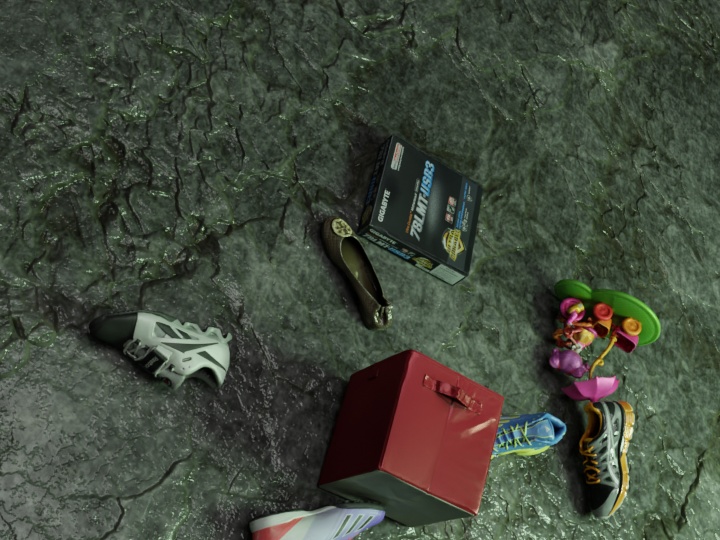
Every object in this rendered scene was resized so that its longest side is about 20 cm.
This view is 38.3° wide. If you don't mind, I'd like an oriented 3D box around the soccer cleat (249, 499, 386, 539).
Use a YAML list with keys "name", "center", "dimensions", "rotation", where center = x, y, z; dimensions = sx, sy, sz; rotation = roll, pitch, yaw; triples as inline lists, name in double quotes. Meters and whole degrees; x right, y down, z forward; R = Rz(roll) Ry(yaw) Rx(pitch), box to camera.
- name: "soccer cleat"
  center: [-0.053, 0.356, 1.407]
  dimensions: [0.200, 0.068, 0.073]
  rotation: [-1, 69, -30]

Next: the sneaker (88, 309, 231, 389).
- name: "sneaker"
  center: [-0.263, 0.109, 1.378]
  dimensions: [0.200, 0.074, 0.089]
  rotation: [14, 59, -28]

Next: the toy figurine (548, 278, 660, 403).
- name: "toy figurine"
  center: [0.392, 0.135, 1.792]
  dimensions: [0.200, 0.150, 0.184]
  rotation: [29, 61, 7]

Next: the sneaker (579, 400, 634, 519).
- name: "sneaker"
  center: [0.399, 0.311, 1.724]
  dimensions: [0.077, 0.078, 0.200]
  rotation: [15, 71, -17]

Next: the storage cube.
- name: "storage cube"
  center: [0.071, 0.241, 1.465]
  dimensions: [0.171, 0.200, 0.180]
  rotation: [29, 61, -20]

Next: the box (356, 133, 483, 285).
- name: "box"
  center: [0.105, -0.103, 1.750]
  dimensions: [0.198, 0.050, 0.200]
  rotation: [29, 54, -21]

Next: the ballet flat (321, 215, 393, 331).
- name: "ballet flat"
  center: [0.000, 0.000, 1.627]
  dimensions: [0.067, 0.046, 0.200]
  rotation: [-17, 78, -39]

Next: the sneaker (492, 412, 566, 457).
- name: "sneaker"
  center: [0.239, 0.250, 1.630]
  dimensions: [0.200, 0.105, 0.076]
  rotation: [1, 67, -34]
